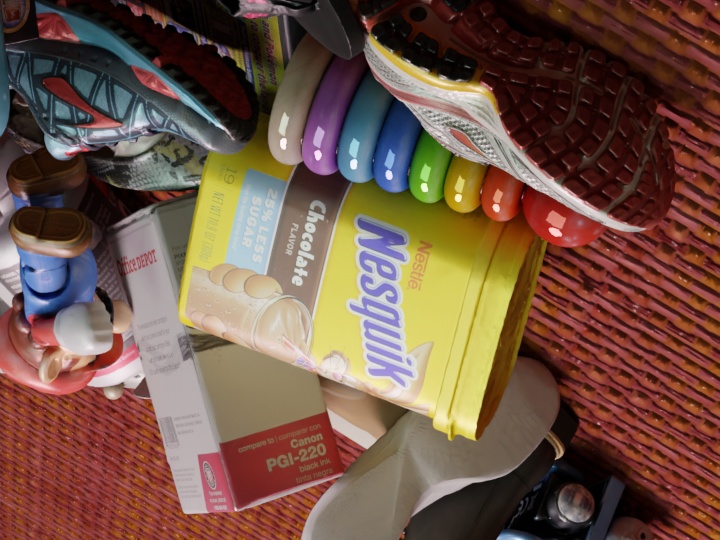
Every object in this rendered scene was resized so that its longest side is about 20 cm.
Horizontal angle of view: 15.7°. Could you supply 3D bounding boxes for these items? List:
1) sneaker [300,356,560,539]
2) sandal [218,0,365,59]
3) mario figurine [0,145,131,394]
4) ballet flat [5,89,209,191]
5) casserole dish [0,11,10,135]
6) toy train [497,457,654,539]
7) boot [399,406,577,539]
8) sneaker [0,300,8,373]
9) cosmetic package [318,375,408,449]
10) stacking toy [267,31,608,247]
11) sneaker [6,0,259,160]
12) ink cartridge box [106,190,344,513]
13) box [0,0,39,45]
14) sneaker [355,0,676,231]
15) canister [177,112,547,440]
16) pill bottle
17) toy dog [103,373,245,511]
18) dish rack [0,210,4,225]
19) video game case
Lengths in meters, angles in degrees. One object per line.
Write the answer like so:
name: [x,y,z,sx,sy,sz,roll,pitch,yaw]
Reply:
sneaker: [0.039,0.122,1.717,0.076,0.199,0.088,56,171,-6]
sandal: [-0.077,-0.179,1.404,0.200,0.045,0.075,44,163,5]
mario figurine: [-0.181,0.006,1.699,0.105,0.124,0.201,25,147,13]
ballet flat: [-0.164,-0.095,1.681,0.199,0.072,0.072,11,148,41]
casserole dish: [-0.254,-0.156,1.469,0.121,0.039,0.202,10,112,45]
toy train: [0.136,0.197,1.848,0.114,0.087,0.200,28,155,-10]
boot: [0.046,0.149,1.795,0.077,0.139,0.200,42,155,-18]
sneaker: [-0.274,0.017,2.037,0.090,0.067,0.200,38,152,-5]
cosmetic package: [0.007,0.039,1.720,0.105,0.071,0.200,33,156,2]
stacking toy: [0.052,-0.069,1.476,0.199,0.086,0.086,21,154,9]
sneaker: [-0.146,-0.104,1.536,0.199,0.096,0.079,29,-160,25]
ink cartridge box: [-0.092,0.051,1.708,0.146,0.084,0.201,164,89,-71]
box: [-0.275,-0.213,1.533,0.199,0.044,0.162,6,108,45]
sneaker: [0.085,-0.089,1.401,0.200,0.078,0.082,38,161,12]
canister: [0.000,0.000,1.557,0.199,0.087,0.149,20,120,12]
pill bottle: [-0.215,-0.020,1.836,0.110,0.111,0.200,4,143,47]
toy dog: [-0.120,0.122,1.999,0.199,0.097,0.132,9,146,42]
dish rack: [-0.278,-0.063,1.677,0.173,0.043,0.200,62,167,3]
video game case: [-0.110,-0.159,1.555,0.180,0.026,0.200,26,154,18]
